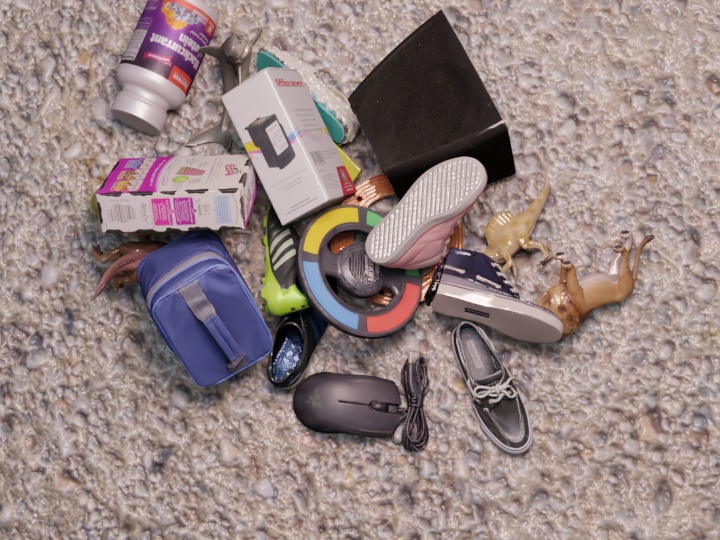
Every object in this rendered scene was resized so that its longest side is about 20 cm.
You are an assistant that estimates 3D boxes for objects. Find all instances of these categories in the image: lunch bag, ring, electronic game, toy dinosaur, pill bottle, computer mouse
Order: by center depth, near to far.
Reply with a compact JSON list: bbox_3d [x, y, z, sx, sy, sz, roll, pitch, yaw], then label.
[{"bbox_3d":[-0.211,0.063,1.542,0.135,0.201,0.133,-30,35,-2],"label":"lunch bag"},{"bbox_3d":[0.000,0.000,1.565,0.198,0.042,0.203,13,62,-24],"label":"electronic game"},{"bbox_3d":[-0.001,0.185,1.581,0.197,0.053,0.141,1,79,3],"label":"computer mouse"},{"bbox_3d":[-0.297,-0.018,1.591,0.134,0.199,0.087,-2,106,41],"label":"toy dinosaur"},{"bbox_3d":[0.233,-0.049,1.614,0.200,0.058,0.101,-44,78,-6],"label":"toy dinosaur"},{"bbox_3d":[0.054,-0.046,1.643,0.197,0.019,0.204,0,79,2],"label":"ring"},{"bbox_3d":[-0.299,-0.313,1.668,0.110,0.111,0.202,20,81,7],"label":"pill bottle"}]

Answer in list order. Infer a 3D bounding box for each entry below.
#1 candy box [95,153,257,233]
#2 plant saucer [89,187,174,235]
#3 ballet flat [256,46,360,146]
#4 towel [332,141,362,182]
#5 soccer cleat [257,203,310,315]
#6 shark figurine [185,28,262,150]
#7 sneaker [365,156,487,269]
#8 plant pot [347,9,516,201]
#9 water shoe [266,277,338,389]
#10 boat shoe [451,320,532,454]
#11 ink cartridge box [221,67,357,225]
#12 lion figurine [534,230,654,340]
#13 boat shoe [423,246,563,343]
[{"bbox_3d":[-0.247,-0.107,1.520,0.197,0.137,0.062,-2,117,5],"label":"candy box"},{"bbox_3d":[-0.290,-0.099,1.608,0.197,0.201,0.031,-3,118,2],"label":"plant saucer"},{"bbox_3d":[-0.073,-0.269,1.680,0.072,0.072,0.200,-44,82,-6],"label":"ballet flat"},{"bbox_3d":[-0.092,-0.186,1.669,0.200,0.018,0.086,44,109,9],"label":"towel"},{"bbox_3d":[-0.103,-0.022,1.599,0.080,0.068,0.202,-5,54,5],"label":"soccer cleat"},{"bbox_3d":[-0.207,-0.289,1.651,0.088,0.216,0.129,19,46,-2],"label":"shark figurine"},{"bbox_3d":[0.104,-0.074,1.532,0.200,0.104,0.076,-41,61,16],"label":"sneaker"},{"bbox_3d":[0.096,-0.208,1.584,0.176,0.200,0.202,-29,73,4],"label":"plant pot"},{"bbox_3d":[-0.080,0.073,1.594,0.071,0.079,0.203,15,80,6],"label":"water shoe"},{"bbox_3d":[0.187,0.163,1.567,0.073,0.068,0.202,-20,78,-1],"label":"boat shoe"},{"bbox_3d":[-0.099,-0.179,1.582,0.082,0.146,0.202,-26,90,19],"label":"ink cartridge box"},{"bbox_3d":[0.335,0.026,1.585,0.197,0.073,0.124,-15,112,-7],"label":"lion figurine"},{"bbox_3d":[0.195,0.029,1.557,0.197,0.075,0.094,18,58,3],"label":"boat shoe"}]
